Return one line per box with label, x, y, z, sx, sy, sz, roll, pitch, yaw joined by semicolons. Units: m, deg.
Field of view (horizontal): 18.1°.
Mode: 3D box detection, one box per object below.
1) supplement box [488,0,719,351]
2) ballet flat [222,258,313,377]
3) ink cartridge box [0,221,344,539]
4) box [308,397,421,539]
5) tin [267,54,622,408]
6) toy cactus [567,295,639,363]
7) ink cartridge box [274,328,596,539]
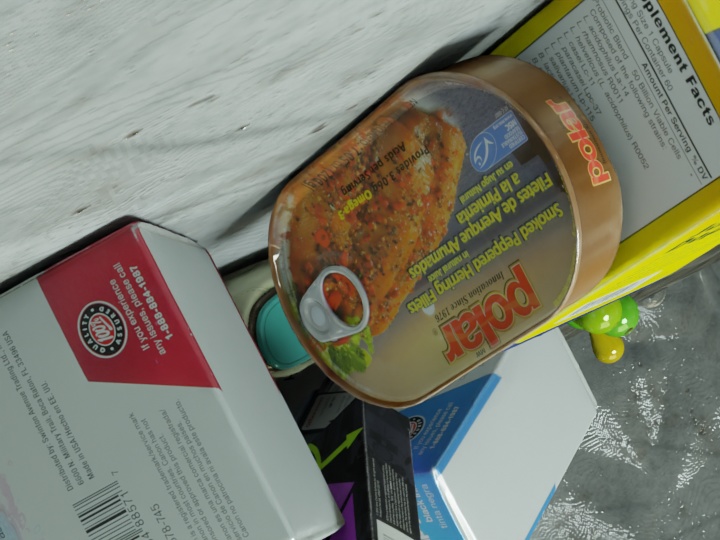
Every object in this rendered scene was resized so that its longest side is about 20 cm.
supplement box;0.122;-0.062;0.948;0.109;0.109;0.200;-22;171;-36
ballet flat;0.000;0.000;1.174;0.199;0.070;0.069;-20;170;-36
ink cartridge box;-0.133;0.094;0.949;0.199;0.146;0.145;-28;174;5
box;-0.047;0.168;1.051;0.200;0.036;0.143;-48;-155;25
tin;0.033;-0.014;0.947;0.042;0.112;0.200;-22;172;-39
toy cactus;0.081;0.004;1.307;0.164;0.103;0.200;6;148;0
ink cartridge box;0.003;0.098;1.189;0.199;0.086;0.147;-9;-149;35
